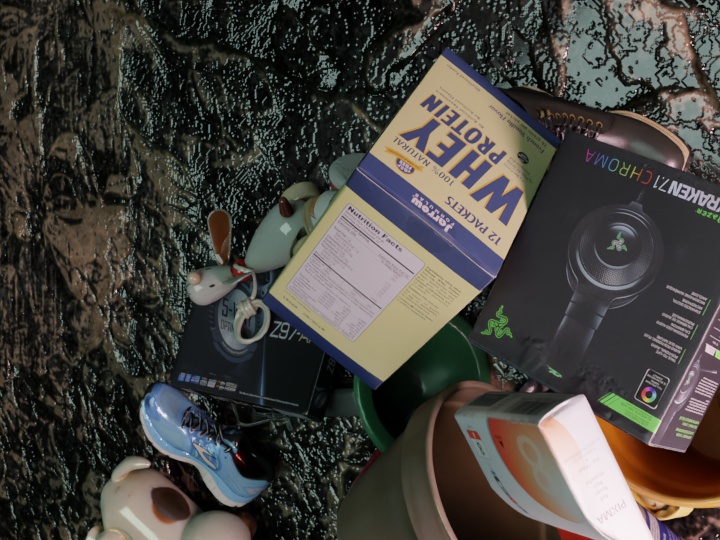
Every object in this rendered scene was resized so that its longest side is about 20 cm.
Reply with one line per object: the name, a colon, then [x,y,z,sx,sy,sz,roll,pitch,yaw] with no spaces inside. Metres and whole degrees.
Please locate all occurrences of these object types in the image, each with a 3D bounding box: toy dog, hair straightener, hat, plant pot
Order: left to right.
toy dog: [-0.227,0.333,1.131,0.197,0.139,0.197,16,106,18]
toy dog: [-0.120,-0.027,1.016,0.200,0.096,0.132,-47,58,0]
hair straightener: [-0.078,0.157,1.058,0.197,0.077,0.042,-3,105,27]
hat: [0.027,0.144,1.005,0.166,0.200,0.176,46,154,-11]
plant pot: [0.073,0.228,0.834,0.173,0.199,0.202,-33,80,37]
plant pot: [0.304,0.102,0.775,0.198,0.182,0.204,-11,71,33]

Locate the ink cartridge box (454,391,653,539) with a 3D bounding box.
ink cartridge box: [0.159,0.193,0.696,0.050,0.162,0.203,-24,90,-17]

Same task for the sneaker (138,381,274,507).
sneaker: [-0.179,0.199,1.084,0.089,0.079,0.200,-30,115,35]

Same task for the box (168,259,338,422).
box: [-0.115,0.079,1.052,0.197,0.044,0.163,8,73,27]

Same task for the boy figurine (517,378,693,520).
boy figurine: [0.246,0.176,0.898,0.125,0.064,0.200,-47,72,13]

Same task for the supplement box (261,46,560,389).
supplement box: [0.044,-0.044,0.789,0.134,0.201,0.200,37,138,-4]

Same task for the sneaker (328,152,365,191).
sneaker: [0.054,-0.057,0.983,0.198,0.077,0.083,29,141,14]

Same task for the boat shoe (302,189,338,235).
boat shoe: [0.000,0.000,0.981,0.068,0.075,0.202,3,125,42]

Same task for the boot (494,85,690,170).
boot: [0.202,-0.124,0.845,0.198,0.138,0.079,20,104,24]

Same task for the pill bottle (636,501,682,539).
pill bottle: [0.280,0.308,0.838,0.199,0.116,0.116,39,113,-7]

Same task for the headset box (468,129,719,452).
headset box: [0.203,0.021,0.697,0.173,0.092,0.202,30,97,38]
